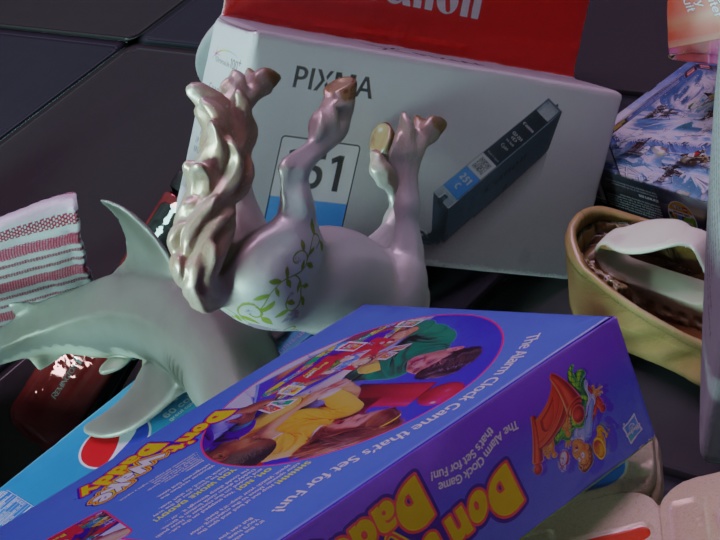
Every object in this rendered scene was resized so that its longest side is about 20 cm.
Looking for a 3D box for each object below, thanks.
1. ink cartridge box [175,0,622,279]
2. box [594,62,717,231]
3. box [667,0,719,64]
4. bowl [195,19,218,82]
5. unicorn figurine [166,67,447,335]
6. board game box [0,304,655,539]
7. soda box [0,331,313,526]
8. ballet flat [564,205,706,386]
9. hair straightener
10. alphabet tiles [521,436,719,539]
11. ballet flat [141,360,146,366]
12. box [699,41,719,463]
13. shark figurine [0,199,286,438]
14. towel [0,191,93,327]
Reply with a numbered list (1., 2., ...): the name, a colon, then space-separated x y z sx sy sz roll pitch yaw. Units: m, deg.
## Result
1. ink cartridge box: 0.029 -0.092 0.775 0.199 0.177 0.045 5 14 -32
2. box: 0.209 -0.053 0.807 0.137 0.040 0.200 -36 33 -20
3. box: 0.235 -0.166 0.843 0.095 0.100 0.200 12 24 36
4. bowl: 0.020 -0.095 0.913 0.200 0.091 0.201 -17 -13 -4
5. unicorn figurine: 0.000 0.000 0.700 0.074 0.199 0.138 -5 75 59
6. board game box: -0.025 0.075 0.545 0.199 0.045 0.134 -30 17 -31
7. soda box: -0.068 0.079 0.761 0.200 0.068 0.064 -39 34 -25
8. ballet flat: 0.154 0.018 0.710 0.069 0.063 0.200 -38 33 -26
9. hair straightener: -0.101 -0.003 0.834 0.041 0.201 0.077 34 24 11
10. alphabet tiles: 0.047 0.119 0.516 0.195 0.015 0.200 -16 31 15
11. ballet flat: -0.021 0.004 0.861 0.199 0.070 0.069 -31 31 -11
12. box: 0.225 -0.035 0.615 0.198 0.131 0.201 4 41 10
13. shark figurine: -0.113 0.014 0.742 0.213 0.090 0.128 -1 36 29
14. towel: -0.200 0.009 0.817 0.146 0.030 0.200 -15 -12 -11
